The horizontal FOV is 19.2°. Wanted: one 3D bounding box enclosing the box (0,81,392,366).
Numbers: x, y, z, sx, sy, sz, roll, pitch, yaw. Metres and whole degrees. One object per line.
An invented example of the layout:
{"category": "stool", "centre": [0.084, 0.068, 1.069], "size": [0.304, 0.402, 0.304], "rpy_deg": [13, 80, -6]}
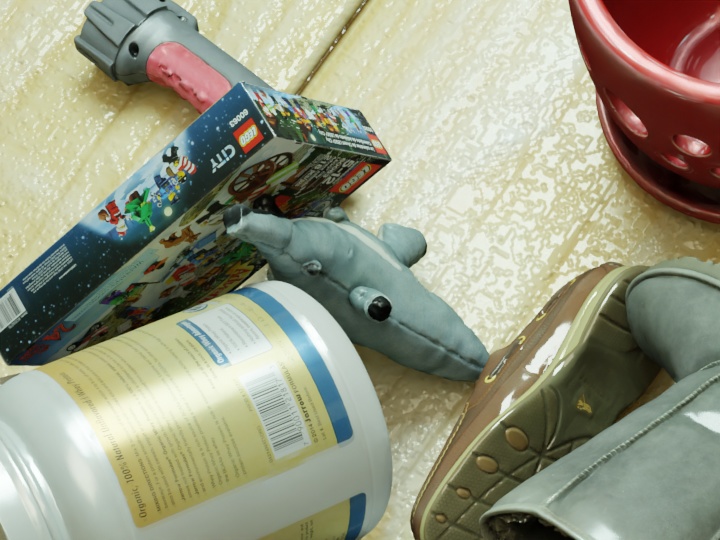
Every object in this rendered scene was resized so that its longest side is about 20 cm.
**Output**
{"category": "box", "centre": [-0.093, -0.020, 1.151], "size": [0.200, 0.136, 0.038], "rpy_deg": [-39, 71, 20]}

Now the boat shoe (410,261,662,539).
{"category": "boat shoe", "centre": [0.094, 0.078, 1.154], "size": [0.200, 0.072, 0.067], "rpy_deg": [-50, 28, -16]}

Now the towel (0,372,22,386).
{"category": "towel", "centre": [-0.117, 0.111, 1.155], "size": [0.199, 0.034, 0.133], "rpy_deg": [-7, 68, -20]}

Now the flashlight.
{"category": "flashlight", "centre": [-0.090, -0.098, 1.268], "size": [0.200, 0.068, 0.068], "rpy_deg": [36, 108, 25]}

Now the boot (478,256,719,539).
{"category": "boot", "centre": [0.136, 0.080, 1.031], "size": [0.200, 0.073, 0.182], "rpy_deg": [-37, 30, -23]}

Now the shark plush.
{"category": "shark plush", "centre": [0.000, 0.000, 1.135], "size": [0.091, 0.200, 0.083], "rpy_deg": [-45, 49, -5]}

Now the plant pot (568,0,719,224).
{"category": "plant pot", "centre": [0.217, -0.134, 1.156], "size": [0.199, 0.183, 0.201], "rpy_deg": [-5, 65, 10]}

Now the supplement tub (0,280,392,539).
{"category": "supplement tub", "centre": [-0.100, 0.101, 1.062], "size": [0.199, 0.145, 0.145], "rpy_deg": [-21, 61, -26]}
